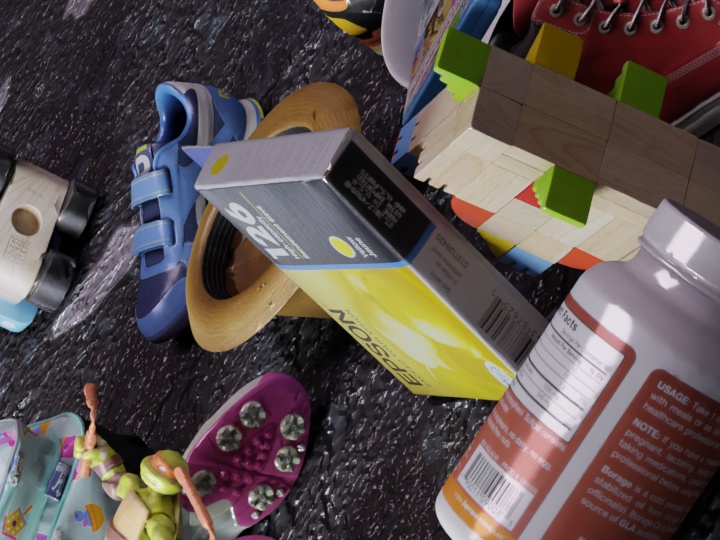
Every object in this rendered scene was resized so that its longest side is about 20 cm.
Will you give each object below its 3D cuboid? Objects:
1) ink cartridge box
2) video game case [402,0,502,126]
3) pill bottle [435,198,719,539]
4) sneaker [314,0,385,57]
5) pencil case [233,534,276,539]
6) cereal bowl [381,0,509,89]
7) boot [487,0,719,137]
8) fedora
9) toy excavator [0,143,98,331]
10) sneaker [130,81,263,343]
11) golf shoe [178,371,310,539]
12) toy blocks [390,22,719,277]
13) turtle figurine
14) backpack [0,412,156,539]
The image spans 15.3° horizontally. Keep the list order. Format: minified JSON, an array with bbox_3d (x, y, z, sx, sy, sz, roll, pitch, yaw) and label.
[{"bbox_3d":[0.000,0.000,1.549,0.199,0.198,0.047,-4,48,57],"label":"ink cartridge box"},{"bbox_3d":[0.066,-0.200,1.577,0.143,0.018,0.201,122,161,-58],"label":"video game case"},{"bbox_3d":[0.134,0.070,1.356,0.201,0.112,0.112,-57,28,9],"label":"pill bottle"},{"bbox_3d":[0.043,-0.221,1.782,0.200,0.090,0.070,-39,36,37],"label":"sneaker"},{"bbox_3d":[-0.032,0.219,1.530,0.093,0.091,0.200,-32,19,-19],"label":"pencil case"},{"bbox_3d":[0.105,-0.183,1.654,0.200,0.083,0.201,-41,34,36],"label":"cereal bowl"},{"bbox_3d":[0.165,-0.146,1.457,0.200,0.144,0.073,-38,36,36],"label":"boot"},{"bbox_3d":[-0.036,-0.024,1.748,0.201,0.081,0.202,-45,31,36],"label":"fedora"},{"bbox_3d":[-0.307,0.017,2.178,0.200,0.099,0.196,-37,33,61],"label":"toy excavator"},{"bbox_3d":[-0.135,-0.045,1.937,0.074,0.082,0.201,-17,54,51],"label":"sneaker"},{"bbox_3d":[-0.103,0.146,1.728,0.201,0.075,0.092,-58,25,5],"label":"golf shoe"},{"bbox_3d":[0.103,-0.046,1.453,0.137,0.199,0.101,-40,31,62],"label":"toy blocks"},{"bbox_3d":[-0.145,0.168,1.657,0.200,0.064,0.162,42,110,50],"label":"turtle figurine"},{"bbox_3d":[-0.236,0.203,1.822,0.175,0.153,0.202,-13,61,48],"label":"backpack"}]
